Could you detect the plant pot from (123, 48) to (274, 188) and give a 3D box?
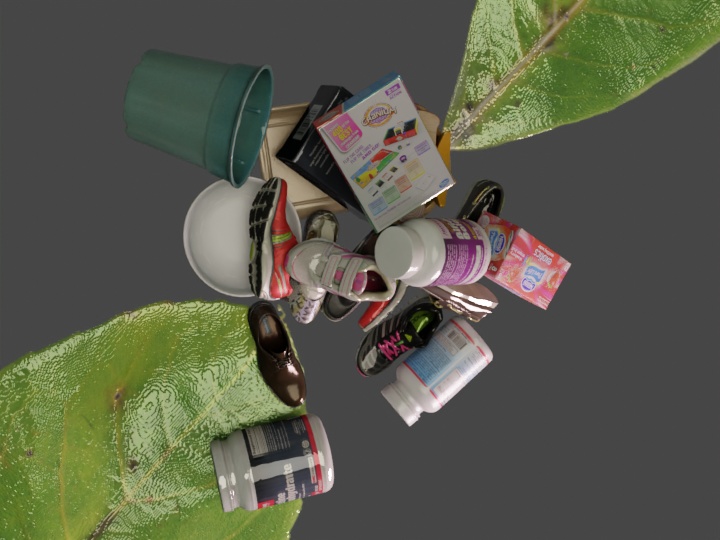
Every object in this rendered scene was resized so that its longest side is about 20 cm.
[{"bbox_3d":[-0.261,-0.256,1.571,0.194,0.200,0.203,17,95,4],"label":"plant pot"}]

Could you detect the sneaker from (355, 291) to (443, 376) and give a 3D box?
[{"bbox_3d":[0.073,0.118,1.770,0.199,0.087,0.074,-40,105,-5],"label":"sneaker"}]

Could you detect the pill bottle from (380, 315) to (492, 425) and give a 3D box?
[{"bbox_3d":[0.136,0.184,1.784,0.200,0.109,0.109,-41,105,-4],"label":"pill bottle"}]

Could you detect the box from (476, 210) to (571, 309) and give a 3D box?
[{"bbox_3d":[0.277,-0.016,1.752,0.199,0.095,0.100,28,92,-48],"label":"box"}]

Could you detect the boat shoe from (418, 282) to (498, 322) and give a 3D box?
[{"bbox_3d":[0.159,0.043,1.744,0.199,0.072,0.060,20,118,-38],"label":"boat shoe"}]

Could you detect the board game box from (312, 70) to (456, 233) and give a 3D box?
[{"bbox_3d":[0.039,-0.182,1.528,0.152,0.040,0.201,-31,115,-1],"label":"board game box"}]

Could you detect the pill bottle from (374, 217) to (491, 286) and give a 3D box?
[{"bbox_3d":[0.118,-0.030,1.616,0.199,0.111,0.114,-2,101,-48],"label":"pill bottle"}]

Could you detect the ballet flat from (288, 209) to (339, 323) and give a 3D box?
[{"bbox_3d":[-0.077,-0.012,1.674,0.071,0.072,0.203,14,75,-15],"label":"ballet flat"}]

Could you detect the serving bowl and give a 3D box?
[{"bbox_3d":[-0.201,-0.058,1.665,0.197,0.066,0.203,0,92,-11],"label":"serving bowl"}]

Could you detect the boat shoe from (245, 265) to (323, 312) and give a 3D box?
[{"bbox_3d":[-0.111,0.025,1.725,0.199,0.061,0.073,16,95,-15],"label":"boat shoe"}]

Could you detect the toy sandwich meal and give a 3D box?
[{"bbox_3d":[0.073,-0.172,1.597,0.203,0.070,0.208,-5,103,-20],"label":"toy sandwich meal"}]

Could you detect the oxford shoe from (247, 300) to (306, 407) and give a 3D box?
[{"bbox_3d":[-0.145,0.157,1.726,0.072,0.084,0.202,-25,105,-10],"label":"oxford shoe"}]

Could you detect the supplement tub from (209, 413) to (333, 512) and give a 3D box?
[{"bbox_3d":[-0.155,0.338,1.720,0.197,0.140,0.142,-12,101,-12],"label":"supplement tub"}]

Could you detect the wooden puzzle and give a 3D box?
[{"bbox_3d":[-0.086,-0.193,1.714,0.183,0.037,0.203,-10,105,-13],"label":"wooden puzzle"}]

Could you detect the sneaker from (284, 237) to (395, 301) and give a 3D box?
[{"bbox_3d":[-0.025,0.002,1.595,0.197,0.088,0.082,9,102,-16],"label":"sneaker"}]

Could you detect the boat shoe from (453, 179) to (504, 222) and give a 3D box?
[{"bbox_3d":[0.198,-0.068,1.777,0.071,0.061,0.203,21,93,-19],"label":"boat shoe"}]

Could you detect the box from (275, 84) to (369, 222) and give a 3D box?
[{"bbox_3d":[-0.015,-0.194,1.655,0.199,0.107,0.149,35,87,-23],"label":"box"}]

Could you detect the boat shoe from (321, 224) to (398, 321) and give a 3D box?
[{"bbox_3d":[0.000,0.000,1.685,0.072,0.068,0.201,37,91,-4],"label":"boat shoe"}]

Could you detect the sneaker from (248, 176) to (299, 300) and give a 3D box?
[{"bbox_3d":[-0.136,-0.053,1.620,0.084,0.077,0.203,3,96,-31],"label":"sneaker"}]

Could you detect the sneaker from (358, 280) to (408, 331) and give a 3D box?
[{"bbox_3d":[0.043,0.014,1.755,0.084,0.077,0.201,32,80,-5],"label":"sneaker"}]
